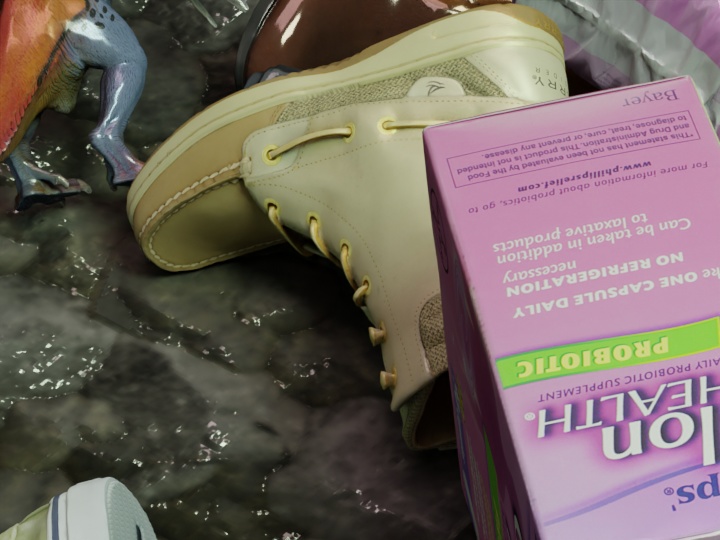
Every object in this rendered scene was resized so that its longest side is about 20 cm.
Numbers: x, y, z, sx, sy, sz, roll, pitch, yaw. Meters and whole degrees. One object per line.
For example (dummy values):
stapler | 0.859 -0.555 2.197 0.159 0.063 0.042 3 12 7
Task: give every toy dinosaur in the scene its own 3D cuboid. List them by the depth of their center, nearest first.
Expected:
toy dinosaur | -0.115 -0.124 1.106 0.104 0.183 0.200 -11 -8 22

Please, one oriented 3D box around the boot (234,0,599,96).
boot | 0.068 -0.084 1.142 0.188 0.069 0.200 -28 53 -36

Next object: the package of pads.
package of pads | 0.173 -0.124 1.100 0.199 0.076 0.120 -24 53 -37

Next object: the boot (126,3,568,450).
boot | 0.000 0.000 1.015 0.199 0.073 0.157 -21 61 21

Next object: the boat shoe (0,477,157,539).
boat shoe | -0.095 0.155 0.867 0.062 0.072 0.201 -26 35 13

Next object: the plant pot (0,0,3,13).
plant pot | -0.250 -0.182 1.195 0.198 0.188 0.188 -9 38 17

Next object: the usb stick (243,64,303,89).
usb stick | 0.035 -0.036 1.077 0.199 0.056 0.033 20 17 26

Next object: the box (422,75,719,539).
box | 0.090 0.072 0.847 0.096 0.177 0.201 -11 42 -4
